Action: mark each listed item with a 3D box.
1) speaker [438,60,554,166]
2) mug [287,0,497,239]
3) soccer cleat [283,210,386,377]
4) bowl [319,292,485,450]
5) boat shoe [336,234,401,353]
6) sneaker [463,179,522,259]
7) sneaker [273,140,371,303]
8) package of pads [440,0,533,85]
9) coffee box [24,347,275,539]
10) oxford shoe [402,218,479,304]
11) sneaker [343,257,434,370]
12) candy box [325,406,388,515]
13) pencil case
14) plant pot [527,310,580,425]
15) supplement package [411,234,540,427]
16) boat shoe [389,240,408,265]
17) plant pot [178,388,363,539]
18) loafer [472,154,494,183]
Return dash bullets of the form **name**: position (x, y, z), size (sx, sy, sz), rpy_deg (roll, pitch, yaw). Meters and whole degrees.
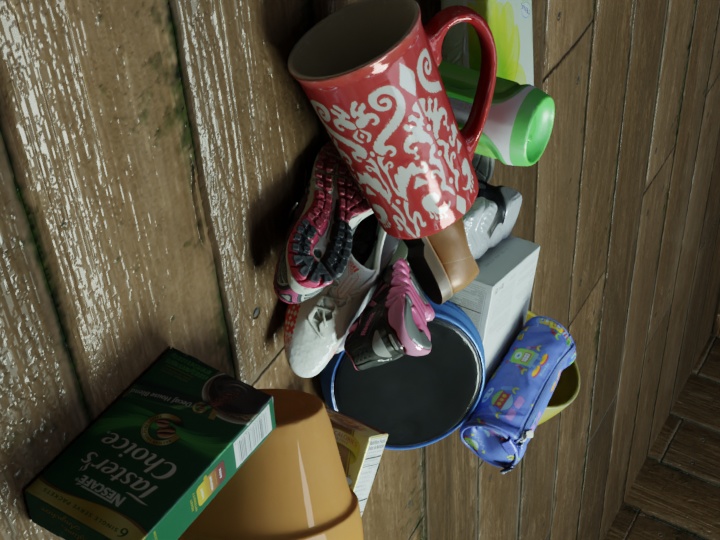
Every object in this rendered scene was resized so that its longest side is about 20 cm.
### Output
- **speaker**: position (0.097, -0.172, 1.266), size (0.088, 0.198, 0.089), rpy_deg (-44, 145, -42)
- **mug**: position (0.049, -0.143, 1.151), size (0.134, 0.175, 0.201), rpy_deg (-74, 145, -48)
- **soccer cleat**: position (-0.023, 0.017, 1.278), size (0.068, 0.085, 0.202), rpy_deg (28, 79, -21)
- **bowl**: position (0.052, 0.122, 1.423), size (0.039, 0.197, 0.203), rpy_deg (-110, -155, -62)
- **boat shoe**: position (0.000, 0.000, 1.364), size (0.066, 0.069, 0.203), rpy_deg (84, 25, -81)
- **sneaker**: position (0.115, -0.072, 1.481), size (0.199, 0.113, 0.076), rpy_deg (-24, 134, -60)
- **sneaker**: position (-0.039, -0.055, 1.239), size (0.075, 0.080, 0.201), rpy_deg (-42, -163, 50)
- **package of pads**: position (0.145, -0.276, 1.381), size (0.154, 0.067, 0.203), rpy_deg (10, 78, -64)
- **coffee box**: position (-0.175, 0.160, 1.045), size (0.200, 0.122, 0.044), rpy_deg (-46, 148, -40)
- **oxford shoe**: position (0.068, -0.069, 1.313), size (0.071, 0.071, 0.202), rpy_deg (-29, 104, -17)
- **sneaker**: position (0.023, 0.051, 1.281), size (0.095, 0.080, 0.200), rpy_deg (-31, -171, 12)
- **candy box**: position (-0.056, 0.258, 1.373), size (0.055, 0.114, 0.203), rpy_deg (3, 105, -65)
- **pencil case**: position (0.199, 0.148, 1.497), size (0.201, 0.086, 0.079), rpy_deg (-54, 130, -33)
- **plant pot**: position (0.202, 0.164, 1.790), size (0.200, 0.200, 0.143), rpy_deg (-35, 163, -51)
- **supplement package**: position (0.118, 0.060, 1.543), size (0.151, 0.149, 0.203), rpy_deg (-33, 137, -53)
- **boat shoe**: position (0.061, -0.069, 1.425), size (0.202, 0.071, 0.068), rpy_deg (-69, 155, -9)
- **plant pot**: position (-0.098, 0.200, 1.176), size (0.199, 0.198, 0.142), rpy_deg (-21, 111, -59)
- **loafer**: position (0.154, -0.202, 1.538), size (0.063, 0.071, 0.202), rpy_deg (-65, 166, -51)
